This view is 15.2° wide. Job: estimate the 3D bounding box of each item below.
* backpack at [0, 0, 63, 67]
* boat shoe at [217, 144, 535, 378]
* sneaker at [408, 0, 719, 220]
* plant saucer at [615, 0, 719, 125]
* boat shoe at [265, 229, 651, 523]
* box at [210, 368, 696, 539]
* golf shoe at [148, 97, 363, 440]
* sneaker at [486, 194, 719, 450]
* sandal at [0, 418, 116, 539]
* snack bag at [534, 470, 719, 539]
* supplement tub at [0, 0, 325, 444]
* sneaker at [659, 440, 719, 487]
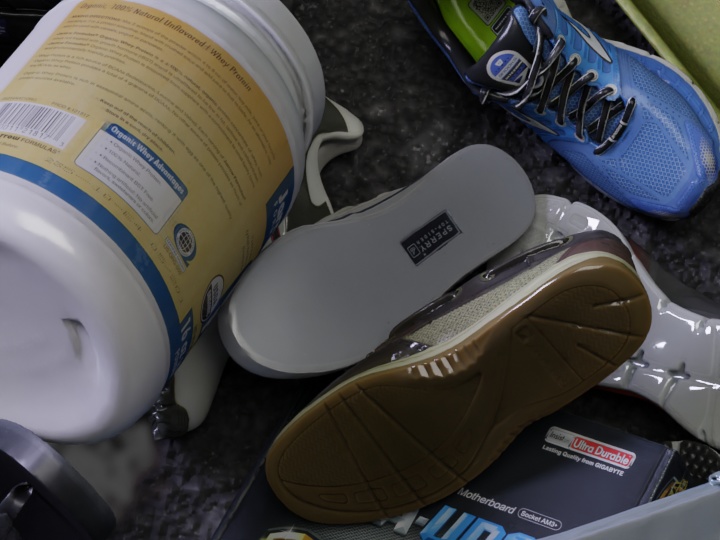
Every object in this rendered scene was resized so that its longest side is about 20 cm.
[{"bbox_3d":[-0.138,-0.179,1.346,0.198,0.176,0.154,7,72,-2],"label":"backpack"},{"bbox_3d":[0.000,0.000,1.310,0.200,0.066,0.072,-37,92,-38],"label":"boat shoe"},{"bbox_3d":[0.095,-0.093,1.357,0.200,0.089,0.079,40,114,18],"label":"sneaker"},{"bbox_3d":[0.240,-0.143,1.415,0.199,0.048,0.200,-33,73,-14],"label":"plant saucer"},{"bbox_3d":[0.046,0.049,1.243,0.199,0.065,0.073,-29,109,16],"label":"boat shoe"},{"bbox_3d":[0.035,0.130,1.260,0.199,0.046,0.160,18,67,33],"label":"box"},{"bbox_3d":[-0.056,-0.008,1.338,0.087,0.077,0.201,15,69,-4],"label":"golf shoe"},{"bbox_3d":[0.146,0.035,1.338,0.200,0.082,0.077,38,99,32],"label":"sneaker"},{"bbox_3d":[-0.173,0.113,1.229,0.076,0.200,0.043,45,62,-16],"label":"sandal"},{"bbox_3d":[0.127,0.197,1.202,0.188,0.021,0.202,-14,100,-41],"label":"snack bag"},{"bbox_3d":[-0.112,-0.037,1.212,0.144,0.145,0.200,27,49,8],"label":"supplement tub"},{"bbox_3d":[0.126,0.181,1.265,0.073,0.080,0.200,22,69,41],"label":"sneaker"}]
